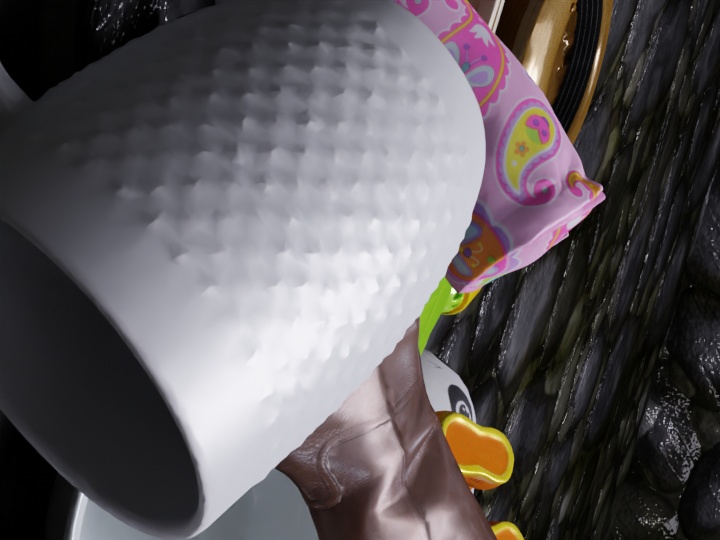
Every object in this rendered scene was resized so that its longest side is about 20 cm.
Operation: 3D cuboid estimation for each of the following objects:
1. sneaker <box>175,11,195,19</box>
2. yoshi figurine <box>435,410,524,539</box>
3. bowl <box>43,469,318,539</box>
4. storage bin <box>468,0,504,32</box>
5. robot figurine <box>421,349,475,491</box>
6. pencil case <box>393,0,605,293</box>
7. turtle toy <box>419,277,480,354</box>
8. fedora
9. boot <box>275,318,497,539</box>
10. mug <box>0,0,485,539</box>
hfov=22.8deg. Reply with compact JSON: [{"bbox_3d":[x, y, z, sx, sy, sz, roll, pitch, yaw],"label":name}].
[{"bbox_3d":[-0.053,-0.035,0.788,0.200,0.074,0.085,75,35,-61],"label":"sneaker"},{"bbox_3d":[-0.020,0.133,0.912,0.112,0.200,0.112,53,46,-18],"label":"yoshi figurine"},{"bbox_3d":[-0.066,0.118,0.805,0.201,0.090,0.202,-4,96,-38],"label":"bowl"},{"bbox_3d":[0.067,-0.181,0.998,0.199,0.094,0.200,14,93,-73],"label":"storage bin"},{"bbox_3d":[0.008,0.135,1.060,0.125,0.150,0.200,-37,139,-46],"label":"robot figurine"},{"bbox_3d":[0.023,-0.089,0.793,0.087,0.200,0.087,-35,176,-3],"label":"pencil case"},{"bbox_3d":[0.000,0.000,0.909,0.146,0.101,0.200,-45,160,-51],"label":"turtle toy"},{"bbox_3d":[0.107,-0.143,1.185,0.201,0.082,0.201,17,90,-74],"label":"fedora"},{"bbox_3d":[-0.019,0.112,0.752,0.186,0.064,0.200,-31,116,-31],"label":"boot"},{"bbox_3d":[-0.059,-0.038,0.622,0.175,0.200,0.148,-41,-169,-28],"label":"mug"}]
